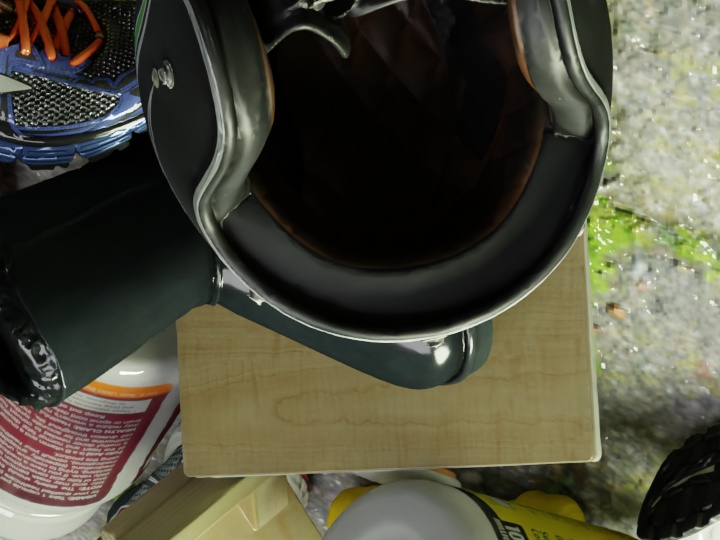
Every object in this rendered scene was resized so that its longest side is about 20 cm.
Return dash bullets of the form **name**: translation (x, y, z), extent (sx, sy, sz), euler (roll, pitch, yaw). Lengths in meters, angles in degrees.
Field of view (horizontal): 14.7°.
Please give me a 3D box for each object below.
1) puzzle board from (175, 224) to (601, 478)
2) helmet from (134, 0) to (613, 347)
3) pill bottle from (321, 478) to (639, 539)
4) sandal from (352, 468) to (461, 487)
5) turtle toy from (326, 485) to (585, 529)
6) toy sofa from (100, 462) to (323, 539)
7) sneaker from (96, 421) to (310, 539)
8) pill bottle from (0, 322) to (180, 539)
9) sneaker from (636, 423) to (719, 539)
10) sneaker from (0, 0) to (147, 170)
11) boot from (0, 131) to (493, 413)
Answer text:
- **puzzle board**: translation (0.008, 0.011, 1.206), extent (0.199, 0.017, 0.152), euler (-4, 87, 26)
- **helmet**: translation (0.005, -0.078, 1.053), extent (0.199, 0.201, 0.191), euler (17, 146, 19)
- **pill bottle**: translation (0.078, 0.165, 1.252), extent (0.112, 0.113, 0.199), euler (-12, 158, 42)
- **sandal**: translation (-0.016, 0.055, 1.310), extent (0.079, 0.060, 0.206), euler (25, 179, -30)
- **turtle toy**: translation (0.058, 0.193, 1.397), extent (0.145, 0.101, 0.201), euler (-2, 132, 36)
- **toy sofa**: translation (-0.036, 0.178, 1.304), extent (0.201, 0.083, 0.097), euler (59, 156, -16)
- **sneaker**: translation (-0.091, 0.142, 1.467), extent (0.080, 0.075, 0.200), euler (35, 142, -4)
- **pill bottle**: translation (-0.142, 0.047, 1.364), extent (0.114, 0.114, 0.200), euler (33, 142, -2)
- **sneaker**: translation (0.213, 0.100, 1.221), extent (0.079, 0.074, 0.200), euler (37, 150, -23)
- **sneaker**: translation (-0.162, -0.091, 1.147), extent (0.198, 0.076, 0.079), euler (-4, 135, -3)
- **boot**: translation (-0.069, 0.016, 1.138), extent (0.200, 0.168, 0.077), euler (35, 139, 27)
